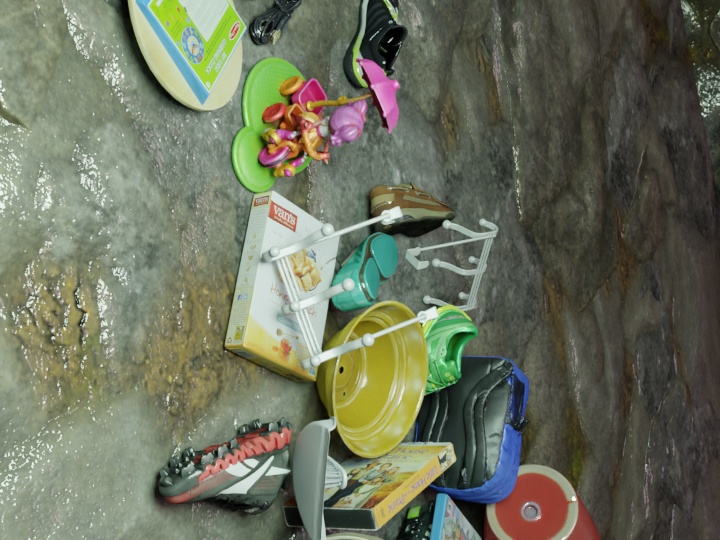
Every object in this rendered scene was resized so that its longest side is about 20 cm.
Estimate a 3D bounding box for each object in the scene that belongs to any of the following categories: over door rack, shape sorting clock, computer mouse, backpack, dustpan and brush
[{"bbox_3d":[-0.003,0.014,1.123,0.197,0.066,0.150,-19,87,-28],"label":"over door rack"},{"bbox_3d":[-0.197,-0.282,1.066,0.199,0.039,0.204,29,55,-53],"label":"shape sorting clock"},{"bbox_3d":[-0.144,-0.380,1.155,0.201,0.043,0.111,57,48,-41],"label":"computer mouse"},{"bbox_3d":[0.178,0.250,1.419,0.168,0.160,0.203,41,52,-48],"label":"backpack"},{"bbox_3d":[-0.051,0.227,1.112,0.056,0.199,0.143,2,97,-22],"label":"dustpan and brush"},{"bbox_3d":[0.115,0.008,1.402,0.198,0.066,0.150,-21,134,-42],"label":"over door rack"}]

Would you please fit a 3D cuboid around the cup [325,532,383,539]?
[{"bbox_3d":[-0.004,0.408,1.141,0.143,0.196,0.205,7,78,-81],"label":"cup"}]

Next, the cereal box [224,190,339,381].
[{"bbox_3d":[-0.094,0.022,1.170,0.143,0.039,0.204,31,61,-48],"label":"cereal box"}]

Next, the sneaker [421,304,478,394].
[{"bbox_3d":[0.099,0.143,1.352,0.202,0.083,0.074,-56,145,-7],"label":"sneaker"}]

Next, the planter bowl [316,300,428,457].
[{"bbox_3d":[0.000,0.137,1.237,0.199,0.082,0.205,-9,102,-49],"label":"planter bowl"}]

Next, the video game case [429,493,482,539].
[{"bbox_3d":[0.138,0.432,1.369,0.201,0.017,0.145,57,39,-50],"label":"video game case"}]

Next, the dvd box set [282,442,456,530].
[{"bbox_3d":[0.015,0.272,1.199,0.199,0.144,0.030,-24,102,-52],"label":"dvd box set"}]

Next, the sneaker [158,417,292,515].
[{"bbox_3d":[-0.142,0.233,1.046,0.199,0.070,0.100,-12,93,-56],"label":"sneaker"}]

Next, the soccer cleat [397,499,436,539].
[{"bbox_3d":[0.077,0.388,1.349,0.199,0.067,0.083,-11,86,-61],"label":"soccer cleat"}]

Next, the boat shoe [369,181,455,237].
[{"bbox_3d":[0.078,-0.097,1.403,0.199,0.075,0.075,-2,69,-60],"label":"boat shoe"}]

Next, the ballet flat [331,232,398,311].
[{"bbox_3d":[0.000,0.000,1.271,0.200,0.069,0.068,-56,127,-66],"label":"ballet flat"}]

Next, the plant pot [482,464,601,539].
[{"bbox_3d":[0.276,0.410,1.469,0.179,0.197,0.203,68,35,-50],"label":"plant pot"}]

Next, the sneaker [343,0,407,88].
[{"bbox_3d":[0.040,-0.347,1.373,0.072,0.082,0.203,41,53,-44],"label":"sneaker"}]

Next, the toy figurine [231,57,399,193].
[{"bbox_3d":[-0.042,-0.189,1.149,0.151,0.182,0.202,57,45,-33],"label":"toy figurine"}]
